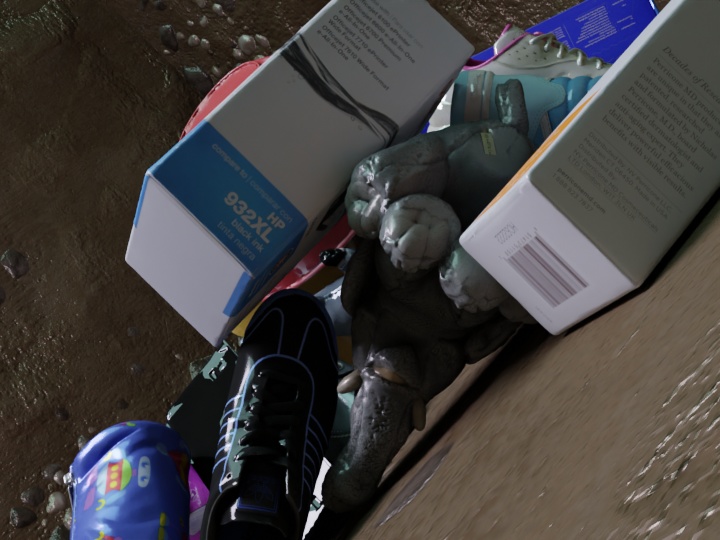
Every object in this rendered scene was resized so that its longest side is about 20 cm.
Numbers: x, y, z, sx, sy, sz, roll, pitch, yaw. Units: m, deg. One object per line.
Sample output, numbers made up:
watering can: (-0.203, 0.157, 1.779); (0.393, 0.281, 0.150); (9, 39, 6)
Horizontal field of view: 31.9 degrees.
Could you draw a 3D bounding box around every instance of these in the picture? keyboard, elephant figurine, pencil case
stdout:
keyboard: (-0.058, 0.119, 0.854); (0.104, 0.040, 0.200); (-50, 40, 2)
elephant figurine: (0.037, 0.019, 0.734); (0.153, 0.142, 0.201); (-15, -33, -26)
pencil case: (-0.151, 0.186, 0.800); (0.201, 0.085, 0.079); (-100, 10, -51)

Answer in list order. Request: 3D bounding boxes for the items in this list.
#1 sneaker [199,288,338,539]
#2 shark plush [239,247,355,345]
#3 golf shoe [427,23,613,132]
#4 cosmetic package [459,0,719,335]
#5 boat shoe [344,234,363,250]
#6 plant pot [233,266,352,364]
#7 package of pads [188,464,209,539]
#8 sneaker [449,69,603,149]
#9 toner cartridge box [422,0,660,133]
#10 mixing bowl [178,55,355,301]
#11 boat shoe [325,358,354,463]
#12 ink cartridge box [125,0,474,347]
sneaker: (-0.051, 0.107, 0.738); (0.078, 0.069, 0.203); (125, 154, -81)
shark plush: (0.000, 0.000, 0.914); (0.198, 0.083, 0.092); (-20, 48, 22)
golf shoe: (0.136, -0.128, 0.867); (0.197, 0.093, 0.075); (-7, 6, 13)
cosmetic package: (0.145, -0.072, 0.612); (0.200, 0.071, 0.101); (-47, -1, -21)
boat shoe: (0.065, -0.072, 1.008); (0.201, 0.073, 0.063); (-44, -3, -21)
plant pot: (-0.031, 0.004, 1.138); (0.199, 0.189, 0.202); (-24, 37, 20)
package of pads: (-0.098, 0.161, 0.985); (0.076, 0.120, 0.200); (-58, -4, 15)
sneaker: (0.133, -0.050, 0.821); (0.201, 0.128, 0.081); (67, -154, -55)
toner cartridge box: (0.138, -0.130, 0.941); (0.198, 0.096, 0.043); (-25, -16, 8)
mixing bowl: (-0.070, -0.090, 0.970); (0.199, 0.108, 0.202); (-36, 31, 26)
boat shoe: (-0.033, 0.094, 0.917); (0.073, 0.062, 0.199); (-44, 22, -21)
ink cartridge box: (-0.038, -0.067, 0.752); (0.200, 0.084, 0.145); (-47, -3, -24)
